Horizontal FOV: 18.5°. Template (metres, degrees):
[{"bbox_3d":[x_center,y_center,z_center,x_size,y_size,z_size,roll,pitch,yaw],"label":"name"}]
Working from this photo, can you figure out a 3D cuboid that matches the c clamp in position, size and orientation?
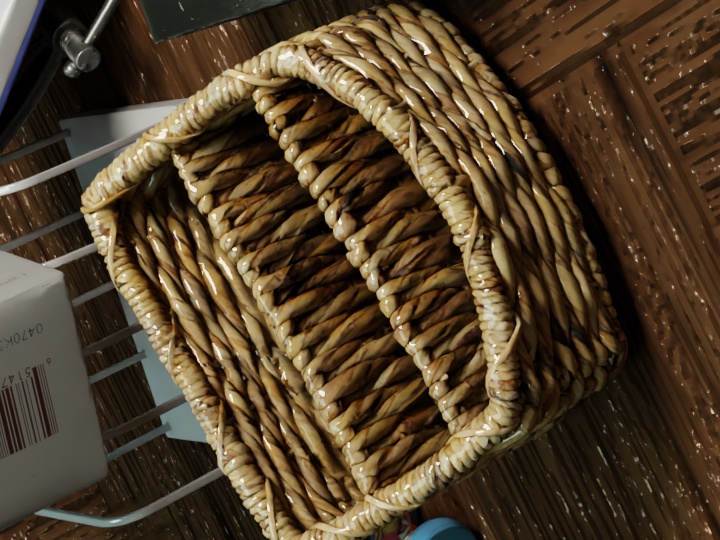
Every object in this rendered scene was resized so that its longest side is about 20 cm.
[{"bbox_3d":[-0.200,-0.139,1.223,0.200,0.027,0.171,38,99,46],"label":"c clamp"}]

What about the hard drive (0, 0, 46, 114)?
[{"bbox_3d":[-0.217,-0.131,1.190,0.132,0.025,0.201,14,82,51],"label":"hard drive"}]

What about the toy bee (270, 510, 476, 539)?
[{"bbox_3d":[-0.004,0.144,1.109,0.131,0.108,0.201,-7,106,59],"label":"toy bee"}]

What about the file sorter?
[{"bbox_3d":[-0.142,0.023,1.212,0.138,0.124,0.201,0,111,55],"label":"file sorter"}]

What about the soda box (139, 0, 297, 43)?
[{"bbox_3d":[-0.034,-0.157,0.986,0.200,0.063,0.071,-7,105,56],"label":"soda box"}]

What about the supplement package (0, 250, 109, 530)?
[{"bbox_3d":[-0.240,0.054,1.149,0.199,0.117,0.118,16,123,48],"label":"supplement package"}]

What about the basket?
[{"bbox_3d":[0.000,0.000,0.951,0.201,0.148,0.143,60,148,8],"label":"basket"}]
